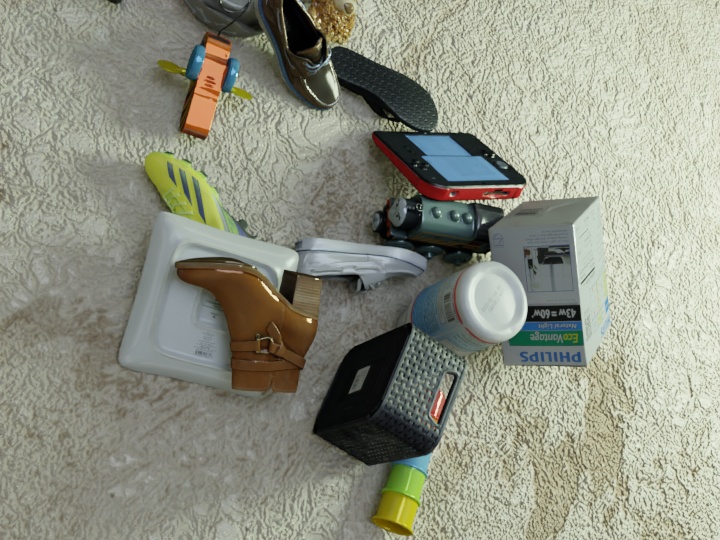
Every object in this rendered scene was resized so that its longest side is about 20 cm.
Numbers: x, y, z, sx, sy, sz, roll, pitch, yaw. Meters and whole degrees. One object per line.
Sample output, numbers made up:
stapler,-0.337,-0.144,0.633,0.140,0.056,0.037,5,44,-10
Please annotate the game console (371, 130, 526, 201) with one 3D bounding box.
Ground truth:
game console,0.136,-0.163,1.386,0.198,0.031,0.177,-4,40,-33

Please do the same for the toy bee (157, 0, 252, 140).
toy bee,-0.200,-0.280,1.275,0.131,0.109,0.201,39,85,-21

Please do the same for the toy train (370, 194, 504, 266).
toy train,0.117,-0.066,1.358,0.197,0.114,0.087,10,70,-25

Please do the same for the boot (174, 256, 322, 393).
boot,-0.145,0.069,1.141,0.197,0.074,0.157,12,93,-21

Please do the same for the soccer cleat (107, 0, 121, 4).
soccer cleat,-0.347,-0.461,1.260,0.073,0.068,0.202,-19,82,-35

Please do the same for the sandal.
sandal,0.032,-0.275,1.422,0.199,0.048,0.076,32,63,-2

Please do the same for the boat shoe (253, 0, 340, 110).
boat shoe,-0.081,-0.309,1.316,0.072,0.072,0.201,-45,123,-14

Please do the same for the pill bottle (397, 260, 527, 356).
pill bottle,0.132,0.064,1.277,0.107,0.200,0.110,8,72,-25

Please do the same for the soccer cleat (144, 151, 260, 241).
soccer cleat,-0.217,-0.070,1.212,0.200,0.065,0.084,47,62,-8

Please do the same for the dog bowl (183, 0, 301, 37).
dog bowl,-0.180,-0.432,1.343,0.198,0.059,0.203,9,71,-25

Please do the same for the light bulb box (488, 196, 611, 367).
light bulb box,0.279,0.013,1.339,0.198,0.123,0.203,-31,116,-61

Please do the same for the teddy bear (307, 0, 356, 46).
teddy bear,-0.039,-0.443,1.394,0.146,0.066,0.202,62,27,-50

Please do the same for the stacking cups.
stacking cups,0.077,0.260,1.274,0.060,0.060,0.202,32,61,-16

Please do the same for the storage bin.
storage bin,0.035,0.163,1.195,0.093,0.200,0.136,33,63,-16

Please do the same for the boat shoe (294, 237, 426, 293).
boat shoe,0.000,0.000,1.310,0.197,0.074,0.066,6,77,-16

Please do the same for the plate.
plate,-0.187,0.048,1.176,0.197,0.032,0.203,17,87,-24
